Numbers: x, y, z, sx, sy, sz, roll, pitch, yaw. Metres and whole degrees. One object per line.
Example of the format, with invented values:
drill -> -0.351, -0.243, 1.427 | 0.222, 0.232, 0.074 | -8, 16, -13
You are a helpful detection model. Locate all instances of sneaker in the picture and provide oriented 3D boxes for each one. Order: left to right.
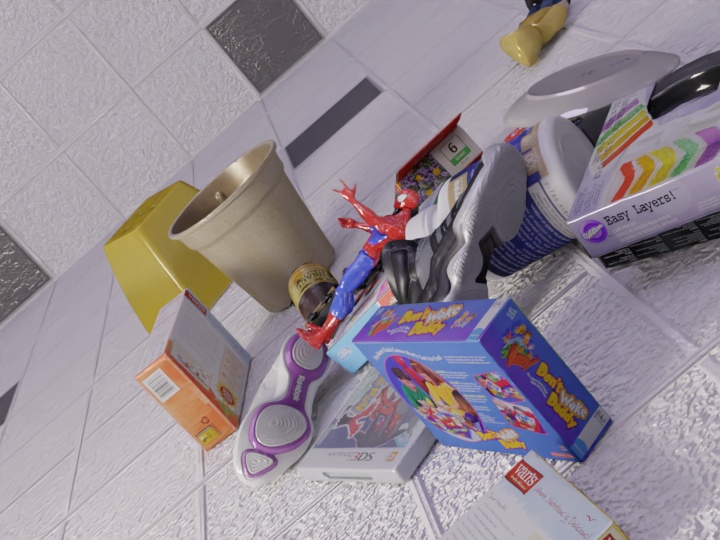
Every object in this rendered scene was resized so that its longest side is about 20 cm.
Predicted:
sneaker -> -0.088, 0.165, 1.352 | 0.100, 0.074, 0.201 | -59, 3, 47
sneaker -> 0.084, -0.033, 1.189 | 0.113, 0.075, 0.202 | 19, 90, 46

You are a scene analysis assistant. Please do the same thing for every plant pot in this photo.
plant pot -> -0.320, -0.034, 2.108 | 0.199, 0.177, 0.201 | -19, 28, 51
plant pot -> -0.140, -0.051, 1.749 | 0.200, 0.184, 0.201 | -37, 18, 14

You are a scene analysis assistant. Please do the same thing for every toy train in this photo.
toy train -> 0.000, 0.000, 1.405 | 0.201, 0.034, 0.046 | -52, 5, 8

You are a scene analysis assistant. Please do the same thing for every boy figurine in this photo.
boy figurine -> 0.256, -0.366, 1.855 | 0.124, 0.065, 0.200 | -24, 21, 38

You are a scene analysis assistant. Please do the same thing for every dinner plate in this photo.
dinner plate -> 0.245, -0.203, 1.320 | 0.198, 0.024, 0.200 | -19, 17, 6

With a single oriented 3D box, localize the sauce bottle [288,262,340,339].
sauce bottle -> -0.047, 0.039, 1.538 | 0.066, 0.066, 0.200 | -42, 18, -2

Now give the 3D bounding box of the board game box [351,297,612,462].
board game box -> 0.093, 0.088, 0.999 | 0.045, 0.135, 0.199 | -48, 19, -22

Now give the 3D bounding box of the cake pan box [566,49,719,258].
cake pan box -> 0.285, -0.114, 1.065 | 0.183, 0.052, 0.201 | -21, 28, 42

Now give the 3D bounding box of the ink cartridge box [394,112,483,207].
ink cartridge box -> 0.096, -0.119, 1.505 | 0.109, 0.050, 0.200 | -43, -6, -4

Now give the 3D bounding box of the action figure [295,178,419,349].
action figure -> -0.017, -0.022, 1.344 | 0.201, 0.099, 0.065 | -51, -5, 13

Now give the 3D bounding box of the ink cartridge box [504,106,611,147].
ink cartridge box -> 0.230, -0.165, 1.422 | 0.109, 0.050, 0.200 | -41, 18, -1

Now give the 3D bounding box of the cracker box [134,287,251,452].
cracker box -> -0.210, 0.123, 1.569 | 0.057, 0.134, 0.200 | -37, 17, 15

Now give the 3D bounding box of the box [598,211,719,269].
box -> 0.320, -0.098, 1.108 | 0.199, 0.048, 0.194 | -19, 31, 49

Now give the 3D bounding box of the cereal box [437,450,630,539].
cereal box -> 0.084, 0.225, 0.849 | 0.200, 0.040, 0.144 | -42, 17, -3

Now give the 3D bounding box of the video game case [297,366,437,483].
video game case -> 0.042, 0.126, 1.208 | 0.200, 0.023, 0.182 | -51, 20, -28

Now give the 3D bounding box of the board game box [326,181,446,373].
board game box -> 0.044, 0.006, 1.399 | 0.153, 0.040, 0.201 | -46, 11, 38

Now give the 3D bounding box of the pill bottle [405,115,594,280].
pill bottle -> 0.148, -0.060, 1.260 | 0.199, 0.120, 0.120 | -31, 20, 31
